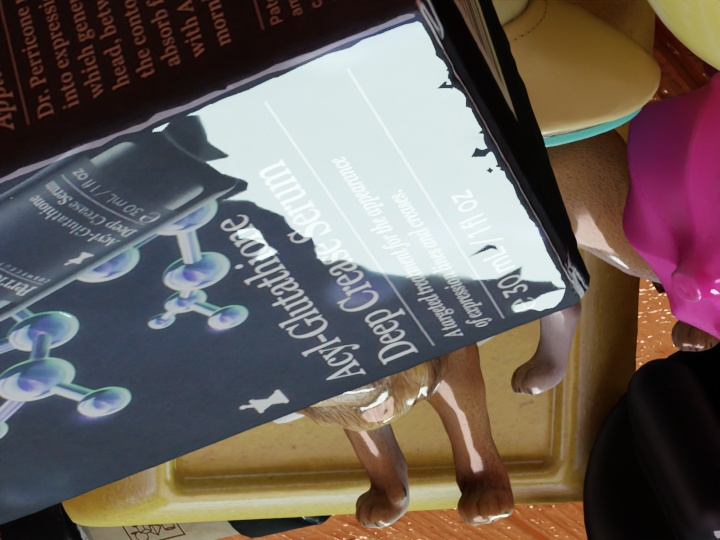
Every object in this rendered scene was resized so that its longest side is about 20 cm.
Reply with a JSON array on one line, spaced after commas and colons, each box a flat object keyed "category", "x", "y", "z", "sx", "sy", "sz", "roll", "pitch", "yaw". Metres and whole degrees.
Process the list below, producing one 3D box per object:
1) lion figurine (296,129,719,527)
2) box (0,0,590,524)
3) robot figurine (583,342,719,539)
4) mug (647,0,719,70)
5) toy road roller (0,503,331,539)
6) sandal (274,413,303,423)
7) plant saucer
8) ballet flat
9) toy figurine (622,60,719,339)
[{"category": "lion figurine", "x": 0.034, "y": -0.002, "z": 0.850, "sx": 0.072, "sy": 0.123, "sz": 0.200, "roll": -2, "pitch": -156, "yaw": 36}, {"category": "box", "x": -0.068, "y": -0.031, "z": 0.674, "sx": 0.200, "sy": 0.107, "sz": 0.148, "roll": -21, "pitch": 150, "yaw": 9}, {"category": "robot figurine", "x": 0.144, "y": 0.101, "z": 0.962, "sx": 0.150, "sy": 0.125, "sz": 0.200, "roll": 10, "pitch": 149, "yaw": 22}, {"category": "mug", "x": 0.108, "y": -0.123, "z": 0.744, "sx": 0.186, "sy": 0.150, "sz": 0.153, "roll": 31, "pitch": 173, "yaw": 13}, {"category": "toy road roller", "x": -0.086, "y": 0.008, "z": 1.047, "sx": 0.123, "sy": 0.146, "sz": 0.200, "roll": -16, "pitch": 119, "yaw": 23}, {"category": "sandal", "x": -0.100, "y": 0.012, "z": 0.896, "sx": 0.202, "sy": 0.050, "sz": 0.083, "roll": 7, "pitch": 137, "yaw": 13}, {"category": "plant saucer", "x": 0.000, "y": 0.000, "z": 0.935, "sx": 0.200, "sy": 0.200, "sz": 0.048, "roll": -3, "pitch": -158, "yaw": -7}, {"category": "ballet flat", "x": -0.016, "y": -0.064, "z": 0.781, "sx": 0.200, "sy": 0.069, "sz": 0.063, "roll": -5, "pitch": 120, "yaw": -4}, {"category": "toy figurine", "x": 0.163, "y": -0.036, "z": 0.858, "sx": 0.184, "sy": 0.200, "sz": 0.150, "roll": 8, "pitch": 152, "yaw": -27}]
